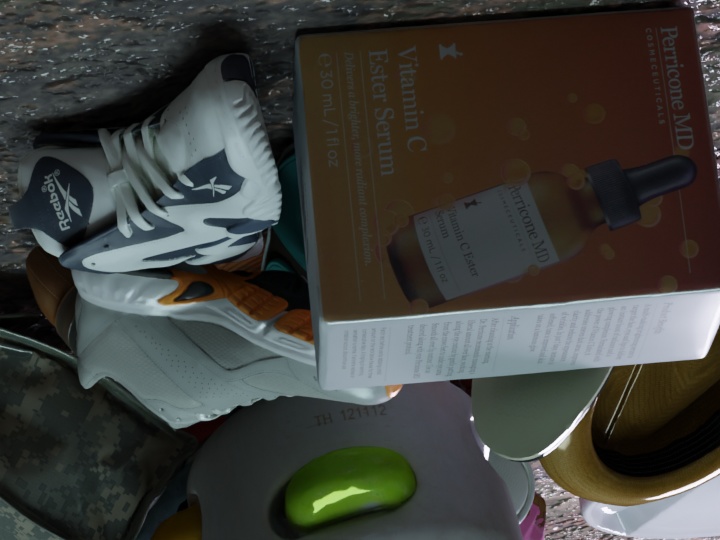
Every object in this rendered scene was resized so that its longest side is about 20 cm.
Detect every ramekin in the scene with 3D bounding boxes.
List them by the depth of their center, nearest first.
[{"bbox_3d":[0.245,0.114,1.996,0.202,0.095,0.202,-6,161,-2],"label":"ramekin"}]

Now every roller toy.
[{"bbox_3d":[-0.005,0.148,1.664,0.182,0.140,0.200,15,135,-36],"label":"roller toy"}]

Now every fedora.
[{"bbox_3d":[0.173,0.041,1.672,0.200,0.082,0.201,-15,131,-17],"label":"fedora"}]

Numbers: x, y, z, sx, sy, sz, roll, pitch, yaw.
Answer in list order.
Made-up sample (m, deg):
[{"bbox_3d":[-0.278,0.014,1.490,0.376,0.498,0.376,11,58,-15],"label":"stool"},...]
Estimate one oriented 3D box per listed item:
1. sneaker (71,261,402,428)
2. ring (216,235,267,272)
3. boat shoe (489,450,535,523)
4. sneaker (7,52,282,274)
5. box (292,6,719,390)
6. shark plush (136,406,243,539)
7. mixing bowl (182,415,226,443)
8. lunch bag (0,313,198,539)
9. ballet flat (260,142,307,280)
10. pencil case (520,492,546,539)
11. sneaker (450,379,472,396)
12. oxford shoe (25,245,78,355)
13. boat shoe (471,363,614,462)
[{"bbox_3d":[-0.066,0.047,1.550,0.199,0.092,0.076,17,-156,26],"label":"sneaker"},{"bbox_3d":[0.000,0.000,1.719,0.200,0.019,0.201,-5,162,-2],"label":"ring"},{"bbox_3d":[0.027,0.089,1.771,0.060,0.076,0.200,-1,134,48],"label":"boat shoe"},{"bbox_3d":[-0.113,-0.045,1.464,0.129,0.080,0.199,-12,172,-9],"label":"sneaker"},{"bbox_3d":[0.071,-0.035,1.438,0.199,0.153,0.106,-5,160,-3],"label":"box"},{"bbox_3d":[-0.095,0.126,1.752,0.199,0.091,0.083,-26,-177,7],"label":"shark plush"},{"bbox_3d":[-0.050,0.162,1.938,0.200,0.201,0.108,14,137,-45],"label":"mixing bowl"},{"bbox_3d":[-0.220,0.094,1.739,0.200,0.118,0.164,35,160,-10],"label":"lunch bag"},{"bbox_3d":[-0.018,-0.014,1.594,0.069,0.070,0.200,-1,142,-13],"label":"ballet flat"},{"bbox_3d":[0.030,0.141,1.875,0.200,0.083,0.086,33,143,-28],"label":"pencil case"},{"bbox_3d":[0.109,0.057,1.817,0.199,0.082,0.078,2,123,31],"label":"sneaker"},{"bbox_3d":[-0.124,0.026,1.692,0.071,0.071,0.200,-49,147,3],"label":"oxford shoe"},{"bbox_3d":[0.113,0.011,1.519,0.073,0.202,0.063,13,161,17],"label":"boat shoe"}]
